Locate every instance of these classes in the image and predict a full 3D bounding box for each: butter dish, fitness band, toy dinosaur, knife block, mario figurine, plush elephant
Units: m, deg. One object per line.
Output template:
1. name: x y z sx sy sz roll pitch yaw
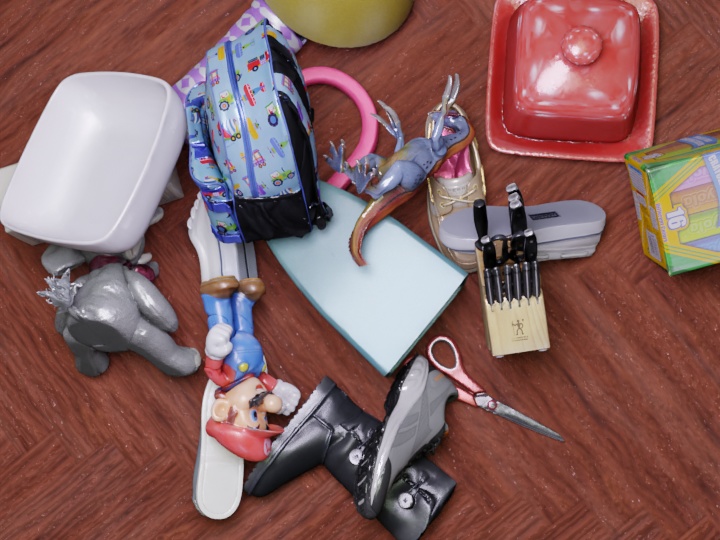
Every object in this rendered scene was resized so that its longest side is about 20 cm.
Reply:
1. butter dish: 0.243 -0.235 1.357 0.196 0.148 0.203 4 84 6
2. fitness band: -0.068 -0.146 1.432 0.144 0.037 0.200 43 90 5
3. toy dinosaur: 0.051 -0.118 1.308 0.104 0.180 0.203 22 111 48
4. knife block: 0.158 -0.001 1.302 0.063 0.200 0.178 -8 91 4
5. mario figurine: -0.116 0.106 1.321 0.122 0.106 0.203 -4 82 -24
6. plush elephant: -0.278 0.013 1.376 0.163 0.200 0.156 -5 53 26

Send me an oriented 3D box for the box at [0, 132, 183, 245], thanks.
1. box: -0.319 -0.101 1.418 0.197 0.095 0.079 -17 81 2

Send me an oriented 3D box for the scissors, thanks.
1. scissors: 0.138 0.155 1.391 0.200 0.014 0.073 41 86 7

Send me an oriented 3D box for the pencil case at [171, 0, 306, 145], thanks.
1. pencil case: -0.158 -0.233 1.427 0.200 0.084 0.085 -45 47 -3

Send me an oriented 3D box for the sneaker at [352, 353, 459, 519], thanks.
1. sneaker: 0.052 0.186 1.322 0.079 0.074 0.201 31 57 -4

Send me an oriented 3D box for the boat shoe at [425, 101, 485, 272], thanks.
1. boat shoe: 0.108 -0.099 1.392 0.073 0.069 0.203 -11 83 3

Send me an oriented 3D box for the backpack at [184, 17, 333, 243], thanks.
1. backpack: -0.113 -0.147 1.238 0.133 0.201 0.185 -11 58 1

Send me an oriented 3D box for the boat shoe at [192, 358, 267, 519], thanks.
1. boat shoe: -0.155 0.181 1.383 0.072 0.062 0.203 13 78 -16

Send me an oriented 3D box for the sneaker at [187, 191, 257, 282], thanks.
1. sneaker: -0.168 -0.063 1.396 0.070 0.073 0.203 -3 94 21

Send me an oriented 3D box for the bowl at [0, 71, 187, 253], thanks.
1. bowl: -0.276 -0.109 1.299 0.198 0.075 0.202 10 72 38

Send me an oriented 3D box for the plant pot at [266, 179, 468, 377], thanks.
1. plant pot: 0.000 0.000 1.351 0.200 0.141 0.142 40 88 7

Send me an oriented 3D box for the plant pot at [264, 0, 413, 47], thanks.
1. plant pot: -0.012 -0.378 1.364 0.197 0.142 0.203 5 67 -13

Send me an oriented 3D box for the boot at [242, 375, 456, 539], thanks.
1. boot: -0.012 0.246 1.371 0.199 0.066 0.165 39 90 3

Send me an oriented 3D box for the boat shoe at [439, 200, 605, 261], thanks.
1. boat shoe: 0.182 -0.032 1.357 0.197 0.074 0.066 -3 124 -12

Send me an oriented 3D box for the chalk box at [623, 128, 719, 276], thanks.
1. chalk box: 0.408 -0.088 1.324 0.197 0.125 0.125 -16 101 3
